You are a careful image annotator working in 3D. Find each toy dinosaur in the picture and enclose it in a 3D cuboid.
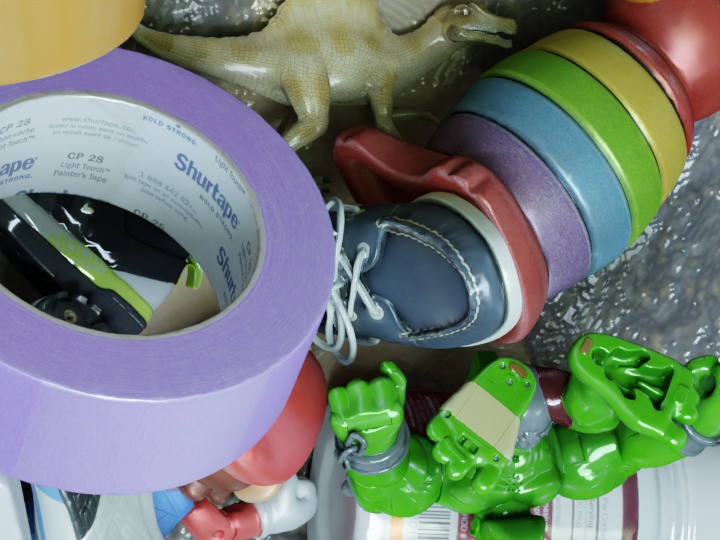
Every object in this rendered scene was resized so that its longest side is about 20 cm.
[{"bbox_3d":[-0.026,-0.089,1.290,0.199,0.058,0.102,-4,97,-19],"label":"toy dinosaur"}]

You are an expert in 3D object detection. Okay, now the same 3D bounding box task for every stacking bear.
[{"bbox_3d":[0.106,-0.070,1.269,0.200,0.121,0.114,-41,123,-20],"label":"stacking bear"}]

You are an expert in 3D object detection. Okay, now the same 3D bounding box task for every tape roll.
[{"bbox_3d":[-0.114,-0.004,1.146,0.199,0.201,0.066,9,136,-16],"label":"tape roll"}]

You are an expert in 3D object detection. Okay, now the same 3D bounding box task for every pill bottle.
[{"bbox_3d":[0.081,0.120,1.355,0.199,0.114,0.115,4,110,-15],"label":"pill bottle"}]

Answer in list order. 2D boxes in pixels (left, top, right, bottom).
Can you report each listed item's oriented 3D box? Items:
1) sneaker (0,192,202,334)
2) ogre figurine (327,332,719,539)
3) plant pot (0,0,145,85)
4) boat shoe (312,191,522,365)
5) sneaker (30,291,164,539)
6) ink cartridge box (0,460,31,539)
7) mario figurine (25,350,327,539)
[{"bbox_3d":[-0.150,-0.054,1.270,0.083,0.072,0.200,-47,118,-15],"label":"sneaker"},{"bbox_3d":[0.074,0.076,1.240,0.199,0.120,0.098,-23,75,-23],"label":"ogre figurine"},{"bbox_3d":[-0.164,-0.184,1.135,0.199,0.200,0.184,-10,118,-9],"label":"plant pot"},{"bbox_3d":[0.000,0.000,1.216,0.062,0.200,0.075,-16,106,-28],"label":"boat shoe"},{"bbox_3d":[-0.128,0.110,1.255,0.072,0.072,0.201,-21,101,-43],"label":"sneaker"},{"bbox_3d":[-0.199,0.077,1.209,0.084,0.201,0.145,-12,135,-6],"label":"ink cartridge box"},{"bbox_3d":[-0.101,0.096,1.340,0.200,0.106,0.123,-35,151,14],"label":"mario figurine"}]
